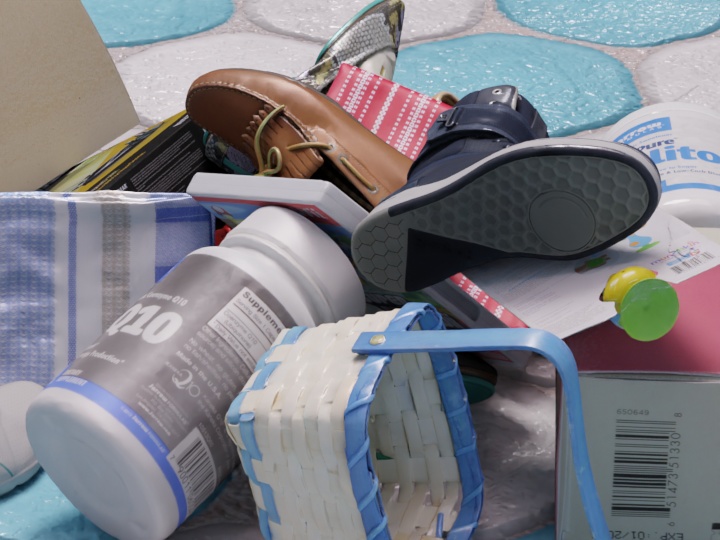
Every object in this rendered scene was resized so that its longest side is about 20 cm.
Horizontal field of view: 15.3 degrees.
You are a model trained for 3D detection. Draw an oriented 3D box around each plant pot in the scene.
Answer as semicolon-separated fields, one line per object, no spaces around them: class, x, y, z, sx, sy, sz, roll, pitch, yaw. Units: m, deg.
plant pot;-0.311;-0.153;1.953;0.199;0.178;0.200;-1;23;31

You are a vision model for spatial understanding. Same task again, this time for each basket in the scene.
basket;0.037;0.102;1.505;0.199;0.177;0.139;6;36;26

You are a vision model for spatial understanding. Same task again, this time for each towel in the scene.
towel;-0.190;0.021;1.703;0.199;0.148;0.024;0;-1;-5
towel;0.047;-0.046;1.772;0.199;0.023;0.145;23;66;12

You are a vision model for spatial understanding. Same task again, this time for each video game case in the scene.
video game case;0.000;0.000;1.693;0.143;0.200;0.018;6;64;52

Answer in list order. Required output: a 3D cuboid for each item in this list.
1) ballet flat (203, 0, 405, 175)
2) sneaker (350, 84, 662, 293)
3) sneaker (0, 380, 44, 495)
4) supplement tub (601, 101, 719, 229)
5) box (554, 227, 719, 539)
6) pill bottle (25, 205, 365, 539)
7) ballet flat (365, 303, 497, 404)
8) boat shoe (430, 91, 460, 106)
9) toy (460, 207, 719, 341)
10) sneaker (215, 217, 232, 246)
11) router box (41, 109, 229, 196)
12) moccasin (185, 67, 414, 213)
ballet flat;-0.021;-0.117;1.856;0.072;0.072;0.200;23;48;37
sneaker;0.104;-0.063;1.573;0.202;0.077;0.146;-12;24;36
sneaker;-0.255;0.101;1.605;0.070;0.081;0.200;18;29;33
supplement tub;0.217;-0.022;1.802;0.131;0.133;0.200;1;23;1
box;0.172;0.071;1.624;0.108;0.128;0.200;1;26;3
pill bottle;-0.094;0.058;1.593;0.113;0.114;0.200;21;53;35
ballet flat;-0.012;0.058;1.696;0.199;0.068;0.069;-6;67;-16
boat shoe;0.092;-0.036;1.815;0.074;0.069;0.200;-19;64;-50
toy;0.132;0.006;1.549;0.115;0.047;0.200;-25;17;-10
sneaker;-0.073;0.000;1.807;0.077;0.085;0.200;-11;28;-20
router box;-0.175;-0.043;1.845;0.157;0.052;0.200;-24;12;31
moccasin;-0.032;-0.063;1.734;0.201;0.074;0.078;36;55;9
